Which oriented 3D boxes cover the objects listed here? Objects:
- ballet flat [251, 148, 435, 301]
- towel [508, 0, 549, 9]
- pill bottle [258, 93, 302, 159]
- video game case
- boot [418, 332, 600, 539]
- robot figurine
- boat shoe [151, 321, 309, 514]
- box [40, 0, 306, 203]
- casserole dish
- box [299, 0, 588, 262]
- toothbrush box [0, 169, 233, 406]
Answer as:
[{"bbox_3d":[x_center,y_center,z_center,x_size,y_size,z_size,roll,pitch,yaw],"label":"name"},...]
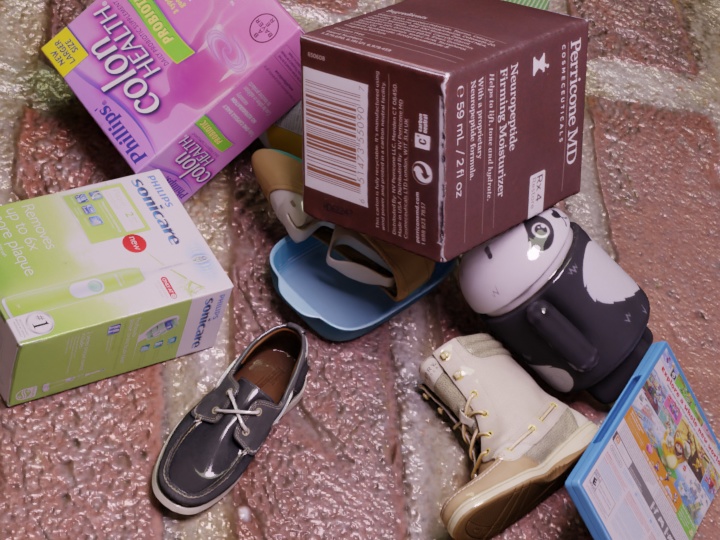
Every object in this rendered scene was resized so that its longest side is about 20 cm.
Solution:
[{"bbox_3d":[-0.026,-0.041,1.482,0.199,0.069,0.063,31,59,11],"label":"ballet flat"},{"bbox_3d":[0.152,-0.347,1.915,0.152,0.023,0.201,20,44,-3],"label":"towel"},{"bbox_3d":[-0.031,-0.152,1.585,0.199,0.113,0.112,23,42,25],"label":"pill bottle"},{"bbox_3d":[0.250,0.175,1.412,0.200,0.018,0.144,-48,115,-43],"label":"video game case"},{"bbox_3d":[0.100,0.138,1.411,0.155,0.072,0.199,44,43,20],"label":"boot"},{"bbox_3d":[0.181,0.027,1.481,0.200,0.150,0.125,43,72,-16],"label":"robot figurine"},{"bbox_3d":[-0.105,0.118,1.357,0.072,0.068,0.200,33,47,8],"label":"boat shoe"},{"bbox_3d":[-0.161,-0.196,1.530,0.200,0.097,0.176,-41,65,3],"label":"box"},{"bbox_3d":[0.000,0.000,1.524,0.121,0.039,0.200,43,48,20],"label":"casserole dish"},{"bbox_3d":[0.071,-0.131,1.410,0.164,0.167,0.199,20,32,38],"label":"box"},{"bbox_3d":[-0.232,0.011,1.394,0.199,0.086,0.146,-14,55,-32],"label":"toothbrush box"}]
